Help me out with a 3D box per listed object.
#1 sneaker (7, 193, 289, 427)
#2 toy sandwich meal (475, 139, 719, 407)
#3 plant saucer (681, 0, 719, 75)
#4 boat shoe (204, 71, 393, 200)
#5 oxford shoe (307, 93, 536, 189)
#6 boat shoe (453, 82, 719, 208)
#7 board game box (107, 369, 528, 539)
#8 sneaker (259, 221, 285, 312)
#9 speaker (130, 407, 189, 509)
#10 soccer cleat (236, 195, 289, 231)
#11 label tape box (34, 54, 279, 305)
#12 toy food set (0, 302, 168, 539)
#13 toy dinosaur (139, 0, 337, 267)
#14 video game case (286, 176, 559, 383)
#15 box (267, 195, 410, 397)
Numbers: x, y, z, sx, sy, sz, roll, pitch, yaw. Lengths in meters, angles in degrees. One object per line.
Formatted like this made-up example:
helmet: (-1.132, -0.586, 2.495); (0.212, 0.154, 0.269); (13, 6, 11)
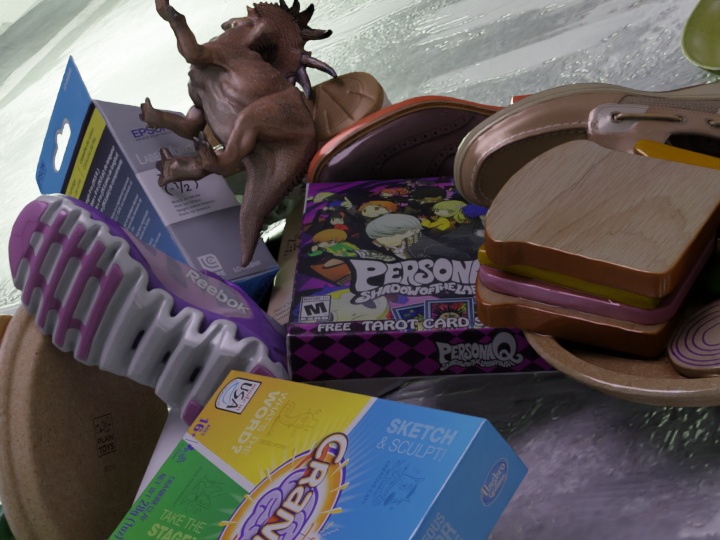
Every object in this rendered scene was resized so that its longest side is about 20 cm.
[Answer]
sneaker: (-0.115, 0.023, 0.896); (0.081, 0.200, 0.088); (-55, -3, 28)
toy sandwich meal: (0.159, -0.011, 0.745); (0.203, 0.071, 0.206); (-11, 30, 7)
plant saucer: (0.304, -0.183, 0.987); (0.199, 0.031, 0.200); (-31, 24, 15)
boat shoe: (-0.055, -0.077, 1.061); (0.199, 0.069, 0.071); (-10, 52, 35)
oxford shoe: (0.066, -0.065, 0.969); (0.198, 0.071, 0.073); (-11, 50, -14)
boat shoe: (0.152, -0.063, 0.854); (0.198, 0.072, 0.065); (-10, 35, -5)
board game box: (-0.036, 0.128, 0.730); (0.199, 0.040, 0.153); (5, 52, 50)
sneaker: (-0.089, 0.020, 1.147); (0.104, 0.060, 0.200); (-26, 20, 22)
speaker: (-0.086, 0.117, 0.921); (0.081, 0.081, 0.201); (-26, 25, 24)
soccer cleat: (-0.079, -0.048, 1.132); (0.199, 0.070, 0.087); (-27, 29, 18)
label tape box: (-0.147, -0.033, 1.045); (0.066, 0.201, 0.144); (-16, -27, -33)
toy food set: (-0.178, 0.105, 0.940); (0.048, 0.200, 0.200); (-8, 17, 20)
toy dinosaur: (-0.064, -0.107, 0.986); (0.135, 0.201, 0.086); (-5, -27, -31)
video game case: (0.062, -0.001, 0.867); (0.198, 0.036, 0.182); (-2, 29, 4)
box: (0.000, 0.000, 1.022); (0.095, 0.078, 0.200); (-30, 24, 17)
